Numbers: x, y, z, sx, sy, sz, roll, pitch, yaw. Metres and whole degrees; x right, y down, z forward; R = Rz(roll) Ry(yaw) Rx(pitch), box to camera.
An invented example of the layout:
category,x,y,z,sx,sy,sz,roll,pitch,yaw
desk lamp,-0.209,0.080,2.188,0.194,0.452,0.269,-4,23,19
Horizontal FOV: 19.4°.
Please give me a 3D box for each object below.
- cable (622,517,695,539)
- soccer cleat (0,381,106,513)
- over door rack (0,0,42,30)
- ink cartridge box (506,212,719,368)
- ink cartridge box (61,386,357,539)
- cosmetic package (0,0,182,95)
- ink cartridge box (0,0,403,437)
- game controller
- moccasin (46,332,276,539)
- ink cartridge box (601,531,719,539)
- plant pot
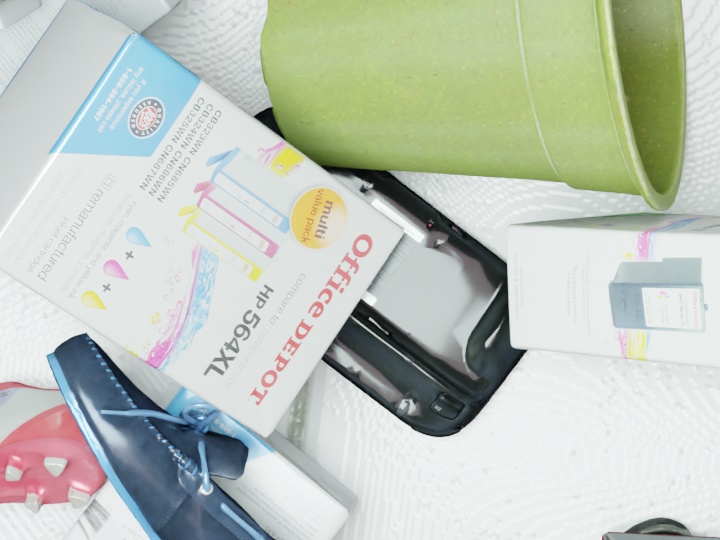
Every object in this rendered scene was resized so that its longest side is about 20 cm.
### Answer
category,x,y,z,sx,sy,sz,roll,pitch,yaw
cable,0.100,0.208,1.158,0.199,0.050,0.097,-21,92,8
soccer cleat,-0.225,0.098,1.181,0.199,0.077,0.067,-5,131,22
over door rack,-0.240,-0.060,1.114,0.199,0.067,0.148,-8,116,25
ink cartridge box,0.183,0.008,1.045,0.200,0.117,0.068,4,97,46
ink cartridge box,-0.108,0.170,1.160,0.116,0.067,0.200,39,94,1
cosmetic package,-0.208,-0.180,1.114,0.151,0.052,0.200,-34,102,22
ink cartridge box,-0.087,-0.021,1.047,0.200,0.125,0.129,35,89,-27
game controller,0.000,0.000,1.157,0.200,0.042,0.104,38,84,0
moccasin,-0.085,0.109,1.094,0.068,0.080,0.200,-35,104,-1
ink cartridge box,0.196,0.249,1.124,0.145,0.083,0.201,4,97,-8
plant pot,0.055,-0.122,1.070,0.189,0.200,0.201,-5,96,18
